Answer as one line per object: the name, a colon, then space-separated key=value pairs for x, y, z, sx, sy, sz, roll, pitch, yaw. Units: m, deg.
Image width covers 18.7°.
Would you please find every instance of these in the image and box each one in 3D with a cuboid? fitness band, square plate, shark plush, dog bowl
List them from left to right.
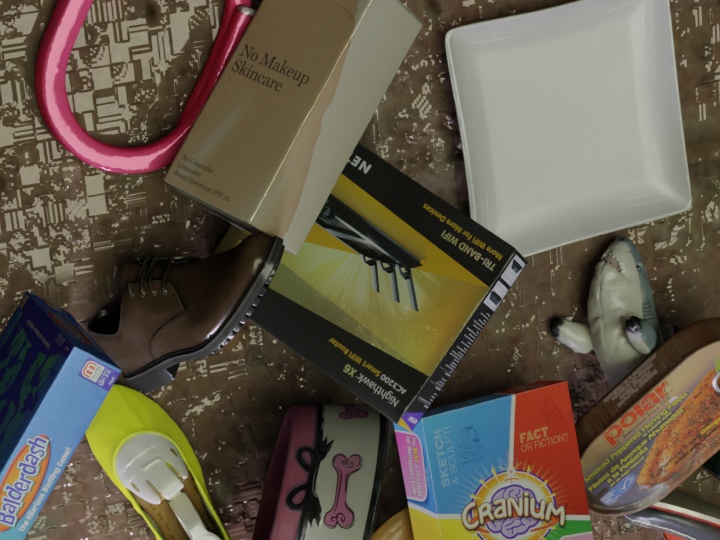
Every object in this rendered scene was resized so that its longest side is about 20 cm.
fitness band: x=-0.157 y=-0.169 z=1.609 sx=0.143 sy=0.037 sz=0.201 roll=22 pitch=94 yaw=-26
dog bowl: x=-0.038 y=0.192 z=1.677 sx=0.073 sy=0.200 sz=0.201 roll=14 pitch=99 yaw=-5
square plate: x=0.166 y=-0.120 z=1.760 sx=0.199 sy=0.028 sz=0.199 roll=-16 pitch=109 yaw=-18
shark plush: x=0.251 y=0.068 z=1.828 sx=0.200 sy=0.091 sz=0.083 roll=48 pitch=54 yaw=-21

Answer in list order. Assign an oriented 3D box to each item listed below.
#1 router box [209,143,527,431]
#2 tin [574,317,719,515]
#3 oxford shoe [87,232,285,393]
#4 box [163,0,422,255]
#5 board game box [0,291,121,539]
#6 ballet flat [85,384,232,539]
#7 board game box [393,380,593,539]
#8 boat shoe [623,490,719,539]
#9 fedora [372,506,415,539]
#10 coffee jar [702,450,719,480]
router box: x=0.000 y=0.000 z=1.645 sx=0.200 sy=0.052 sz=0.158 roll=34 pitch=90 yaw=18
tin: x=0.252 y=0.119 z=1.792 sx=0.200 sy=0.042 sz=0.112 roll=-42 pitch=135 yaw=10
oxford shoe: x=-0.133 y=0.021 z=1.601 sx=0.084 sy=0.073 sz=0.200 roll=41 pitch=130 yaw=-19
box: x=-0.049 y=-0.125 z=1.612 sx=0.201 sy=0.095 sz=0.078 roll=-63 pitch=148 yaw=-5
board game box: x=-0.258 y=0.128 z=1.585 sx=0.045 sy=0.152 sz=0.201 roll=29 pitch=91 yaw=-26
ballet flat: x=-0.145 y=0.175 z=1.690 sx=0.067 sy=0.067 sz=0.201 roll=-33 pitch=114 yaw=-9
board game box: x=0.112 y=0.200 z=1.734 sx=0.152 sy=0.040 sz=0.201 roll=-12 pitch=93 yaw=-34
boat shoe: x=0.303 y=0.235 z=1.893 sx=0.199 sy=0.071 sz=0.063 roll=20 pitch=99 yaw=-30
fedora: x=0.053 y=0.260 z=1.787 sx=0.200 sy=0.082 sz=0.202 roll=-8 pitch=105 yaw=-29
coffee jar: x=0.372 y=0.098 z=1.862 sx=0.085 sy=0.104 sz=0.201 roll=23 pitch=94 yaw=-28
